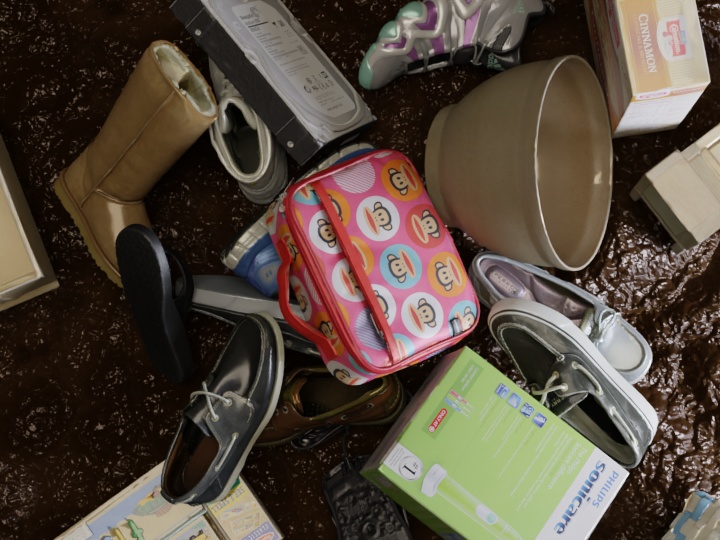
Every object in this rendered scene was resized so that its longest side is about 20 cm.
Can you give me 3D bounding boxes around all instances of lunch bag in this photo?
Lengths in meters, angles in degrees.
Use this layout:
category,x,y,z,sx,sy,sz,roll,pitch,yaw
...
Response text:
category,x,y,z,sx,sy,sz,roll,pitch,yaw
lunch bag,0.000,0.000,1.381,0.176,0.082,0.200,-23,85,-30

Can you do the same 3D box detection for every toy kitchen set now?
category,x,y,z,sx,sy,sz,roll,pitch,yaw
toy kitchen set,0.386,-0.076,1.393,0.200,0.180,0.163,-38,84,3

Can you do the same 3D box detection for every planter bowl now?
category,x,y,z,sx,sy,sz,roll,pitch,yaw
planter bowl,0.144,-0.101,1.419,0.135,0.200,0.201,2,83,29

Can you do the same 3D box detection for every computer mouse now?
category,x,y,z,sx,sy,sz,roll,pitch,yaw
computer mouse,0.029,0.213,1.455,0.140,0.046,0.200,-27,71,5

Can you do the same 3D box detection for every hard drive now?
category,x,y,z,sx,sy,sz,roll,pitch,yaw
hard drive,-0.081,-0.202,1.452,0.038,0.140,0.200,-42,86,29

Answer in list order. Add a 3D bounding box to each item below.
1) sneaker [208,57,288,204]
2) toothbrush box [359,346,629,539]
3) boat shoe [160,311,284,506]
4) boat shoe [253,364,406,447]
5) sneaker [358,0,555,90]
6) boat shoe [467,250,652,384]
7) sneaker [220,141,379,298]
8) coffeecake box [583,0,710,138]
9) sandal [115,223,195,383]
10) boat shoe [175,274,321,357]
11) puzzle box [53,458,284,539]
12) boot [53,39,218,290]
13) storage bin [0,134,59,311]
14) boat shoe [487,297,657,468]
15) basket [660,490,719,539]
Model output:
category,x,y,z,sx,sy,sz,roll,pitch,yaw
sneaker,-0.114,-0.173,1.468,0.074,0.116,0.200,-14,81,4
toothbrush box,0.124,0.191,1.400,0.200,0.086,0.146,37,75,-3
boat shoe,-0.131,0.132,1.408,0.072,0.068,0.200,31,102,34
boat shoe,-0.059,0.122,1.441,0.200,0.068,0.072,-13,68,12
sneaker,0.106,-0.218,1.478,0.200,0.078,0.140,-43,82,-1
boat shoe,0.193,0.045,1.450,0.202,0.065,0.074,36,88,6
sneaker,-0.044,-0.048,1.461,0.089,0.079,0.200,48,67,-9
coffeecake box,0.266,-0.222,1.406,0.073,0.200,0.154,-9,83,2
sandal,-0.190,0.023,1.431,0.075,0.201,0.048,33,57,31
boat shoe,-0.088,0.053,1.466,0.199,0.074,0.068,11,104,-4
puzzle box,-0.192,0.268,1.470,0.200,0.025,0.133,-36,84,-1
boot,-0.200,-0.092,1.439,0.175,0.066,0.200,50,122,8
storage bin,-0.431,-0.043,1.484,0.198,0.094,0.200,-23,83,1
boat shoe,0.197,0.106,1.410,0.200,0.071,0.064,40,43,-2
basket,0.361,0.308,1.364,0.176,0.139,0.200,-50,53,-2
